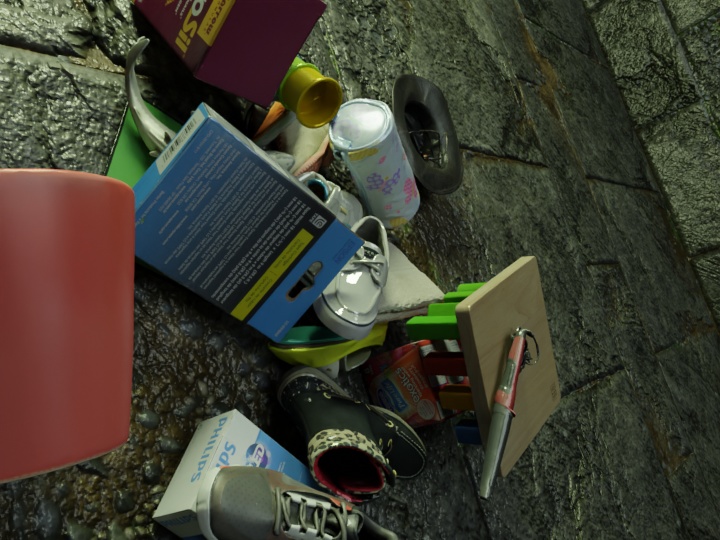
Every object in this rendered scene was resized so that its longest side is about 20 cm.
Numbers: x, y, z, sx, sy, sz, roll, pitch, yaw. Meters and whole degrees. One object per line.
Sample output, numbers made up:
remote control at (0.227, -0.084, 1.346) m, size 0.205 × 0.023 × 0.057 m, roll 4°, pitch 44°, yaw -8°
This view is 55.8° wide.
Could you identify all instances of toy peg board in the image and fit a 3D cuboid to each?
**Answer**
toy peg board at (0.150, 0.107, 0.825) m, size 0.200 × 0.098 × 0.199 m, roll -27°, pitch 108°, yaw -51°

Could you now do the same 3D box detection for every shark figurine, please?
shark figurine at (-0.185, -0.139, 0.724) m, size 0.214 × 0.128 × 0.090 m, roll 40°, pitch 14°, yaw -4°

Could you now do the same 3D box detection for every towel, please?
towel at (0.010, 0.013, 0.844) m, size 0.200 × 0.034 × 0.133 m, roll -4°, pitch 42°, yaw -47°

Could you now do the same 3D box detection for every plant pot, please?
plant pot at (-0.240, 0.042, 0.452) m, size 0.200 × 0.200 × 0.177 m, roll -5°, pitch 84°, yaw -52°

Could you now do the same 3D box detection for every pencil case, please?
pencil case at (0.022, -0.134, 0.899) m, size 0.200 × 0.083 × 0.091 m, roll 58°, pitch 49°, yaw -60°

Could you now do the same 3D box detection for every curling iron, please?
curling iron at (0.159, 0.148, 0.728) m, size 0.050 × 0.026 × 0.200 m, roll 48°, pitch 50°, yaw -36°

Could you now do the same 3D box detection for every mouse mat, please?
mouse mat at (-0.196, -0.076, 0.720) m, size 0.161 × 0.008 × 0.200 m, roll 32°, pitch 48°, yaw -36°

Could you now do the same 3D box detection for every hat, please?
hat at (0.083, -0.208, 1.088) m, size 0.201 × 0.081 × 0.201 m, roll 19°, pitch 64°, yaw -44°

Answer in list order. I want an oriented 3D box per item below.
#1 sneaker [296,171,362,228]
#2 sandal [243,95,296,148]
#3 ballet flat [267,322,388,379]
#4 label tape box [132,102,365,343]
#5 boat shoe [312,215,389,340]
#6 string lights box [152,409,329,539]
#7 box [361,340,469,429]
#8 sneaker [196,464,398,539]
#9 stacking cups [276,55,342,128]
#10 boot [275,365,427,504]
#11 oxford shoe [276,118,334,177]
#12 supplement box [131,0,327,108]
sneaker at (-0.046, -0.074, 0.818) m, size 0.076 × 0.081 × 0.200 m, roll 31°, pitch 24°, yaw 14°
sandal at (-0.111, -0.219, 0.860) m, size 0.059 × 0.079 × 0.207 m, roll 46°, pitch 31°, yaw -22°
ballet flat at (-0.029, 0.089, 0.789) m, size 0.200 × 0.067 × 0.067 m, roll -16°, pitch 111°, yaw -55°
label tape box at (-0.118, -0.041, 0.667) m, size 0.200 × 0.144 × 0.063 m, roll 38°, pitch 7°, yaw -32°
boat shoe at (0.000, 0.000, 0.746) m, size 0.072 × 0.066 × 0.200 m, roll 27°, pitch 27°, yaw -4°
string lights box at (-0.081, 0.232, 0.634) m, size 0.200 × 0.059 × 0.103 m, roll 46°, pitch 40°, yaw -23°
box at (0.104, 0.138, 0.890) m, size 0.200 × 0.095 × 0.100 m, roll -6°, pitch 76°, yaw -52°
sneaker at (-0.043, 0.208, 0.575) m, size 0.200 × 0.082 × 0.077 m, roll 33°, pitch 47°, yaw -36°
stacking cups at (-0.101, -0.234, 0.792) m, size 0.060 × 0.061 × 0.200 m, roll 9°, pitch 27°, yaw -49°
boot at (0.007, 0.191, 0.696) m, size 0.204 × 0.073 × 0.154 m, roll 38°, pitch 4°, yaw -23°
oxford shoe at (-0.084, -0.144, 0.868) m, size 0.074 × 0.071 × 0.200 m, roll 31°, pitch 43°, yaw 1°
supplement box at (-0.149, -0.290, 0.737) m, size 0.103 × 0.131 × 0.200 m, roll 12°, pitch 29°, yaw -49°
